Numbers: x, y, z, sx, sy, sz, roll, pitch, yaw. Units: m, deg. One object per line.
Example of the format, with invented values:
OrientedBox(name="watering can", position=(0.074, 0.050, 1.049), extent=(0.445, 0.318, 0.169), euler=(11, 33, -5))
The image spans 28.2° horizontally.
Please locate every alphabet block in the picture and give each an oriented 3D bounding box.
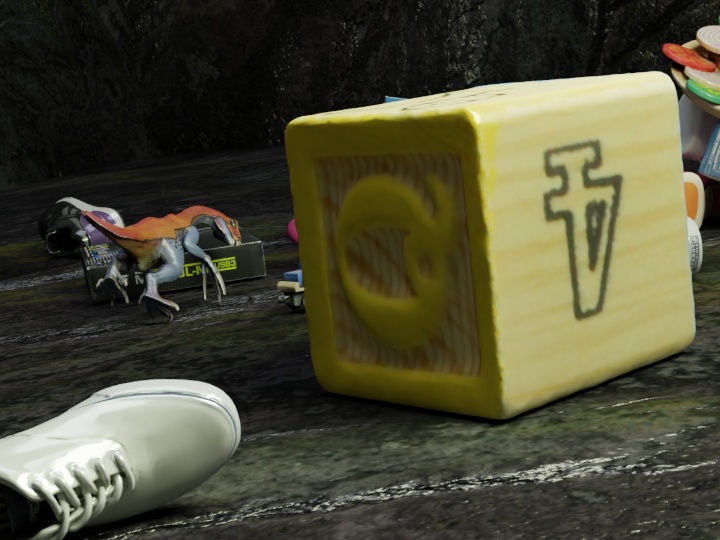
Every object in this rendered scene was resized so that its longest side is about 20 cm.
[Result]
OrientedBox(name="alphabet block", position=(0.090, -0.025, 0.979), extent=(0.200, 0.197, 0.195), euler=(-14, 10, -38))

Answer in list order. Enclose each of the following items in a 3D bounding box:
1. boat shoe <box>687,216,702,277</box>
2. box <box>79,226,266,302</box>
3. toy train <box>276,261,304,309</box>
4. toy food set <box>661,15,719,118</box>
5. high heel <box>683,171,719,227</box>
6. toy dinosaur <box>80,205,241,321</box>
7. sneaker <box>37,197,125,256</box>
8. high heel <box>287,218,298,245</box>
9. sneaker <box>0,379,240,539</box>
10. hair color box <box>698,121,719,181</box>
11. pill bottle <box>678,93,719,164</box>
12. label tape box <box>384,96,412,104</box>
OrientedBox(name="boat shoe", position=(0.246, -0.030, 1.318), extent=(0.065, 0.072, 0.200), euler=(-4, 16, -10))
OrientedBox(name="box", position=(-0.219, -0.011, 1.635), extent=(0.192, 0.048, 0.200), euler=(-11, 10, -11))
OrientedBox(name="toy train", position=(0.000, 0.000, 1.380), extent=(0.200, 0.046, 0.034), euler=(-15, 12, -40))
OrientedBox(name="toy food set", position=(0.421, -0.207, 1.512), extent=(0.198, 0.049, 0.200), euler=(26, 40, 26))
OrientedBox(name="high heel", position=(0.330, -0.080, 1.526), extent=(0.096, 0.068, 0.200), euler=(15, 16, 42))
OrientedBox(name="toy dinosaur", position=(-0.181, -0.029, 1.419), extent=(0.105, 0.200, 0.182), euler=(11, 45, 14))
OrientedBox(name="sneaker", position=(-0.418, -0.057, 2.015), extent=(0.087, 0.076, 0.200), euler=(-22, 16, -38))
OrientedBox(name="high heel", position=(0.013, -0.040, 1.528), extent=(0.199, 0.068, 0.096), euler=(6, 4, 10))
OrientedBox(name="sneaker", position=(-0.155, 0.114, 0.739), extent=(0.199, 0.073, 0.071), euler=(-18, 20, -10))
OrientedBox(name="hair color box", position=(0.433, -0.095, 1.411), extent=(0.100, 0.061, 0.200), euler=(15, 8, -22))
OrientedBox(name="pill bottle", position=(0.450, -0.145, 1.579), extent=(0.199, 0.110, 0.109), euler=(11, 6, -10))
OrientedBox(name="label tape box", position=(0.117, -0.088, 1.404), extent=(0.199, 0.145, 0.063), euler=(6, 47, 5))
